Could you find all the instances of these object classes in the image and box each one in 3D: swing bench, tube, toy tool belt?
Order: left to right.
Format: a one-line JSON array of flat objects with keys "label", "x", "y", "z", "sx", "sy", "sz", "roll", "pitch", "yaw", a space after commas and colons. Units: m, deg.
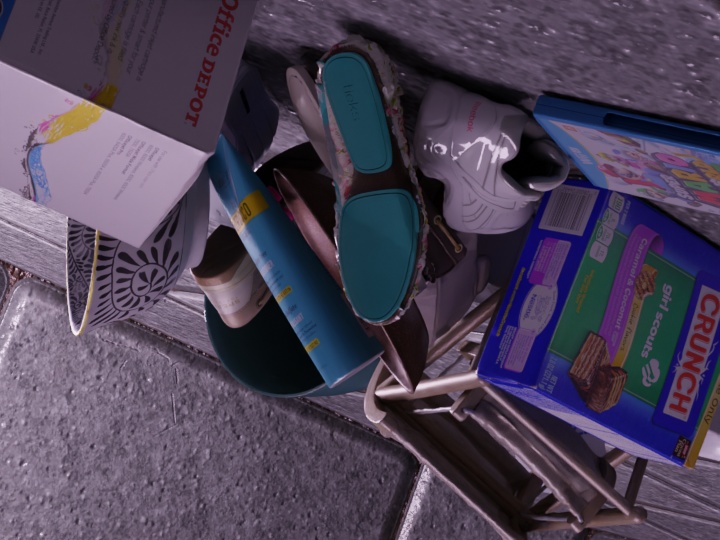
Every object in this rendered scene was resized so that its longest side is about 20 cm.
[{"label": "tube", "x": -0.056, "y": -0.008, "z": 1.456, "sx": 0.201, "sy": 0.050, "sz": 0.077, "roll": 57, "pitch": 153, "yaw": 6}, {"label": "toy tool belt", "x": 0.032, "y": -0.035, "z": 1.592, "sx": 0.122, "sy": 0.125, "sz": 0.201, "roll": 33, "pitch": 151, "yaw": 24}, {"label": "swing bench", "x": 0.128, "y": 0.139, "z": 1.668, "sx": 0.199, "sy": 0.130, "sz": 0.200, "roll": 42, "pitch": 137, "yaw": -15}]

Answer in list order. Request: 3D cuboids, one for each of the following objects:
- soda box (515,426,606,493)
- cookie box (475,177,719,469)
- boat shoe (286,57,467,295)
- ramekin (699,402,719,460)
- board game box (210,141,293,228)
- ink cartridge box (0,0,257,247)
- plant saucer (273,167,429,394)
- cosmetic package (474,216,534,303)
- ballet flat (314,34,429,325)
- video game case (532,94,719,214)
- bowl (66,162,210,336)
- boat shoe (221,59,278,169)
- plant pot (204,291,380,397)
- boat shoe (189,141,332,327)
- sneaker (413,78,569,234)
[{"label": "soda box", "x": 0.178, "y": 0.103, "z": 1.822, "sx": 0.068, "sy": 0.202, "sz": 0.063, "roll": -12, "pitch": -174, "yaw": -27}, {"label": "cookie box", "x": 0.208, "y": 0.043, "z": 1.527, "sx": 0.199, "sy": 0.172, "sz": 0.075, "roll": 27, "pitch": 171, "yaw": -37}, {"label": "boat shoe", "x": 0.013, "y": -0.078, "z": 1.455, "sx": 0.201, "sy": 0.059, "sz": 0.072, "roll": 60, "pitch": 169, "yaw": -16}, {"label": "ramekin", "x": 0.303, "y": 0.109, "z": 1.897, "sx": 0.199, "sy": 0.098, "sz": 0.201, "roll": 20, "pitch": 170, "yaw": 4}, {"label": "board game box", "x": -0.157, "y": -0.121, "z": 1.539, "sx": 0.199, "sy": 0.026, "sz": 0.201, "roll": 18, "pitch": 146, "yaw": 49}, {"label": "ink cartridge box", "x": -0.194, "y": -0.140, "z": 1.309, "sx": 0.199, "sy": 0.148, "sz": 0.145, "roll": 24, "pitch": 146, "yaw": -15}, {"label": "plant saucer", "x": 0.000, "y": 0.000, "z": 1.472, "sx": 0.201, "sy": 0.036, "sz": 0.200, "roll": 57, "pitch": 174, "yaw": 10}, {"label": "cosmetic package", "x": 0.065, "y": -0.027, "z": 1.731, "sx": 0.199, "sy": 0.072, "sz": 0.101, "roll": 16, "pitch": 169, "yaw": 24}, {"label": "ballet flat", "x": 0.015, "y": -0.065, "z": 1.348, "sx": 0.075, "sy": 0.202, "sz": 0.064, "roll": -1, "pitch": -168, "yaw": 20}, {"label": "video game case", "x": 0.230, "y": -0.068, "z": 1.321, "sx": 0.199, "sy": 0.018, "sz": 0.143, "roll": 16, "pitch": 170, "yaw": 29}, {"label": "bowl", "x": -0.168, "y": -0.048, "z": 1.480, "sx": 0.093, "sy": 0.203, "sz": 0.201, "roll": 3, "pitch": 175, "yaw": -16}, {"label": "boat shoe", "x": -0.111, "y": -0.132, "z": 1.578, "sx": 0.062, "sy": 0.072, "sz": 0.200, "roll": 34, "pitch": 164, "yaw": 13}, {"label": "plant pot", "x": -0.029, "y": 0.032, "z": 1.918, "sx": 0.199, "sy": 0.202, "sz": 0.161, "roll": 14, "pitch": 180, "yaw": 32}, {"label": "boat shoe", "x": -0.068, "y": -0.035, "z": 1.607, "sx": 0.072, "sy": 0.200, "sz": 0.065, "roll": -2, "pitch": 128, "yaw": 36}, {"label": "sneaker", "x": 0.107, "y": -0.069, "z": 1.409, "sx": 0.099, "sy": 0.079, "sz": 0.200, "roll": 14, "pitch": 169, "yaw": 23}]
